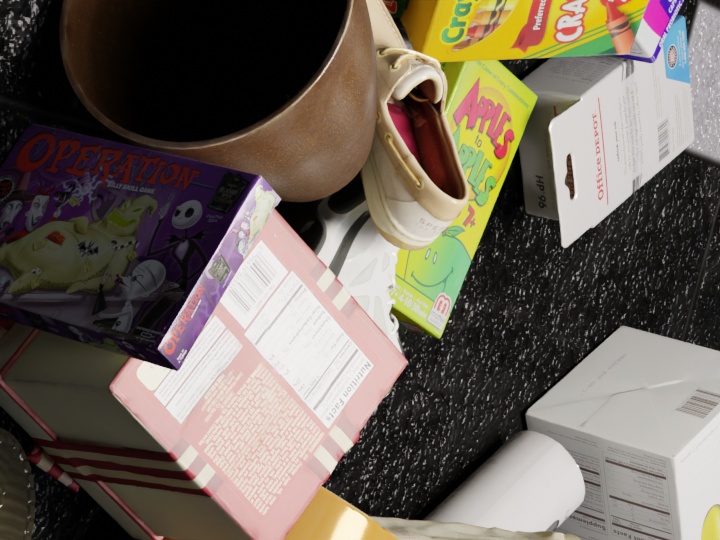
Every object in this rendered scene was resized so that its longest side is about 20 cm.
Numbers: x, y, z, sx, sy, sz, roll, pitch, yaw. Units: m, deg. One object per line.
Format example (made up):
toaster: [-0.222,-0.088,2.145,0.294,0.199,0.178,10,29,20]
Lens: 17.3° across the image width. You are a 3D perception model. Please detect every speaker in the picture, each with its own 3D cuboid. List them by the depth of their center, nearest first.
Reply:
speaker: [0.090,0.210,1.854,0.200,0.081,0.081,-39,130,-38]

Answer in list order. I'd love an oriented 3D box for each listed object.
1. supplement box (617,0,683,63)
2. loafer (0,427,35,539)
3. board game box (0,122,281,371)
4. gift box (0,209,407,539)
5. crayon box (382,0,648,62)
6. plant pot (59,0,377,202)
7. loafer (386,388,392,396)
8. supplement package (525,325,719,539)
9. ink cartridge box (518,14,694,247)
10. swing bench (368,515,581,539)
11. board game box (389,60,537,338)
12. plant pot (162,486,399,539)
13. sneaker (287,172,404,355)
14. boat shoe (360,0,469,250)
supplement box: [0.162,-0.255,1.767,0.200,0.103,0.101,43,70,-47]
loafer: [-0.253,0.189,1.428,0.076,0.067,0.201,43,53,-53]
board game box: [-0.151,-0.017,1.371,0.120,0.200,0.032,-58,137,-21]
gift box: [-0.115,0.046,1.460,0.185,0.187,0.200,-49,116,-26]
crayon box: [0.109,-0.209,1.648,0.199,0.051,0.127,-4,138,-19]
plant pot: [-0.065,-0.123,1.486,0.187,0.187,0.200,-65,156,-13]
loafer: [-0.061,0.082,1.624,0.200,0.072,0.073,-20,118,-46]
supplement package: [0.251,0.181,1.986,0.152,0.150,0.200,-37,129,-39]
ink cartridge box: [0.182,-0.114,1.861,0.200,0.068,0.116,-38,130,-42]
swing bench: [0.044,0.270,1.703,0.198,0.130,0.201,7,97,-10]
board game box: [0.054,-0.063,1.738,0.102,0.048,0.200,34,75,-51]
plant pot: [-0.071,0.224,1.537,0.184,0.200,0.200,-58,140,-9]
sneaker: [0.000,0.000,1.641,0.201,0.076,0.116,-51,122,-39]
boat shoe: [0.028,-0.116,1.599,0.074,0.069,0.201,-2,67,-44]
